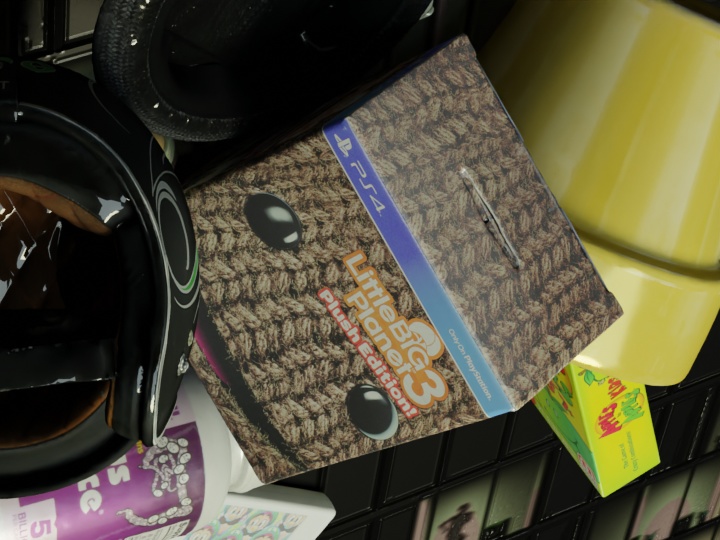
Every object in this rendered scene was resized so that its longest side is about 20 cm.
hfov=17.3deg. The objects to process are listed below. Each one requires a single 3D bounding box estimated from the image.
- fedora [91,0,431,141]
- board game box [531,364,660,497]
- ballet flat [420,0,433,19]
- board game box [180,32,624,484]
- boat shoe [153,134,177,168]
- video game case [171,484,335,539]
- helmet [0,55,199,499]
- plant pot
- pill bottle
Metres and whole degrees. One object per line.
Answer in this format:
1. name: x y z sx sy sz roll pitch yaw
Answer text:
1. fedora: -0.049 -0.157 1.094 0.200 0.092 0.201 -22 146 -16
2. board game box: 0.134 0.050 1.494 0.047 0.102 0.200 -30 146 -7
3. ballet flat: 0.033 -0.163 1.182 0.200 0.071 0.071 -38 146 2
4. board game box: 0.000 0.000 1.174 0.200 0.160 0.097 -22 -169 48
5. boat shoe: -0.184 -0.023 1.163 0.200 0.072 0.076 -38 130 -1
6. video game case: -0.134 0.202 1.507 0.200 0.024 0.182 15 121 -49
7. helmet: -0.161 0.006 1.050 0.199 0.201 0.191 -32 -175 -7
8. plant pot: 0.127 -0.067 1.286 0.200 0.201 0.190 11 108 -48
9. pill bottle: -0.142 0.101 1.301 0.199 0.112 0.113 -15 141 -29
